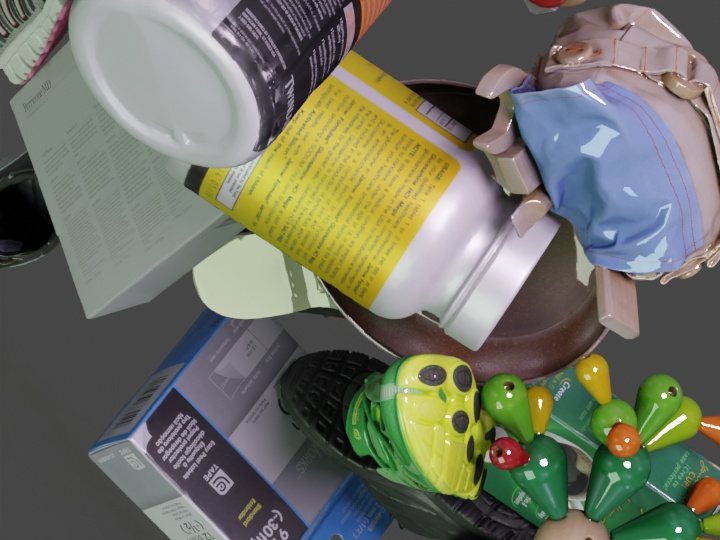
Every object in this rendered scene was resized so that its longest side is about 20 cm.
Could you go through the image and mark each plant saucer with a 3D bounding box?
[{"bbox_3d":[0.060,-0.026,1.528,0.200,0.032,0.201,12,125,17],"label":"plant saucer"}]

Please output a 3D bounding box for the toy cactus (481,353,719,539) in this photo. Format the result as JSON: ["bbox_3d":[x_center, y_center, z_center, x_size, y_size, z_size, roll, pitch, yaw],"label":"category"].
[{"bbox_3d":[0.146,0.137,1.547,0.200,0.102,0.165,22,110,-25],"label":"toy cactus"}]

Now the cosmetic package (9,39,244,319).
[{"bbox_3d":[-0.131,-0.075,1.606,0.200,0.052,0.151,-33,77,55],"label":"cosmetic package"}]

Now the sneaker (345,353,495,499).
[{"bbox_3d":[0.029,0.095,1.556,0.083,0.074,0.200,8,166,11],"label":"sneaker"}]

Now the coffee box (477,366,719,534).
[{"bbox_3d":[0.122,0.111,1.661,0.200,0.044,0.123,34,147,6],"label":"coffee box"}]

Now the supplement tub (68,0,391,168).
[{"bbox_3d":[-0.047,-0.156,1.357,0.122,0.200,0.123,24,144,19],"label":"supplement tub"}]

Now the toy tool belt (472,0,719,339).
[{"bbox_3d":[0.119,-0.073,1.375,0.125,0.123,0.200,-4,128,45],"label":"toy tool belt"}]

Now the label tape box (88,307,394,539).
[{"bbox_3d":[-0.060,0.135,1.765,0.200,0.143,0.066,46,146,-12],"label":"label tape box"}]

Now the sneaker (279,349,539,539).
[{"bbox_3d":[0.028,0.130,1.746,0.200,0.076,0.091,36,151,4],"label":"sneaker"}]

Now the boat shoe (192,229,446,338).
[{"bbox_3d":[0.000,-0.003,1.627,0.201,0.063,0.074,2,108,23],"label":"boat shoe"}]

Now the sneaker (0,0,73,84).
[{"bbox_3d":[-0.202,-0.183,1.580,0.087,0.074,0.200,34,151,-5],"label":"sneaker"}]

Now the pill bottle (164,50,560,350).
[{"bbox_3d":[0.003,-0.046,1.451,0.200,0.113,0.112,34,146,3],"label":"pill bottle"}]

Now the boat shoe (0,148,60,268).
[{"bbox_3d":[-0.223,-0.036,1.780,0.070,0.066,0.200,46,145,-12],"label":"boat shoe"}]
